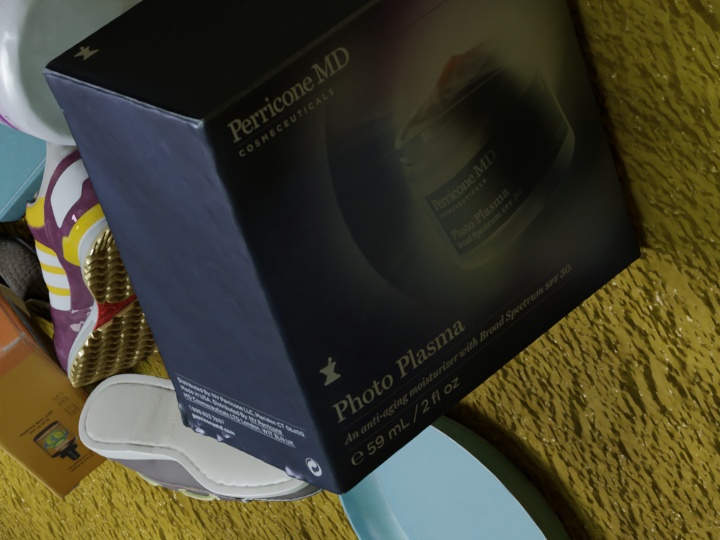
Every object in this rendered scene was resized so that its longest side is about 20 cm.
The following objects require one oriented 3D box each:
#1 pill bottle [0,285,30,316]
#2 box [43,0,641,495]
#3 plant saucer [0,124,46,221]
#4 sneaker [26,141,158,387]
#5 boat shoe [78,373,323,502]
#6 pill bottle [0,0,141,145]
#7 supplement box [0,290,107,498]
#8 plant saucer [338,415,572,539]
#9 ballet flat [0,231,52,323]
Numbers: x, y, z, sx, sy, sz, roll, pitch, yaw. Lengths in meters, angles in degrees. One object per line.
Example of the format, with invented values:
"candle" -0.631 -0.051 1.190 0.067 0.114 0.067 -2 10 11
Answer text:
"pill bottle" -0.321 0.068 1.815 0.112 0.200 0.113 37 149 27
"box" -0.003 -0.046 1.191 0.123 0.200 0.199 19 139 47
"plant saucer" -0.212 -0.083 1.669 0.070 0.019 0.200 52 152 0
"sneaker" -0.160 -0.008 1.633 0.090 0.075 0.200 58 156 23
"boat shoe" -0.086 0.108 1.651 0.200 0.072 0.060 6 157 42
"pill bottle" -0.205 -0.143 1.482 0.200 0.112 0.112 21 140 44
"supplement box" -0.216 0.075 1.726 0.069 0.067 0.200 51 178 30
"plant saucer" 0.062 0.151 1.516 0.200 0.027 0.200 37 150 26
"ballet flat" -0.240 -0.003 1.760 0.200 0.046 0.067 30 164 38
